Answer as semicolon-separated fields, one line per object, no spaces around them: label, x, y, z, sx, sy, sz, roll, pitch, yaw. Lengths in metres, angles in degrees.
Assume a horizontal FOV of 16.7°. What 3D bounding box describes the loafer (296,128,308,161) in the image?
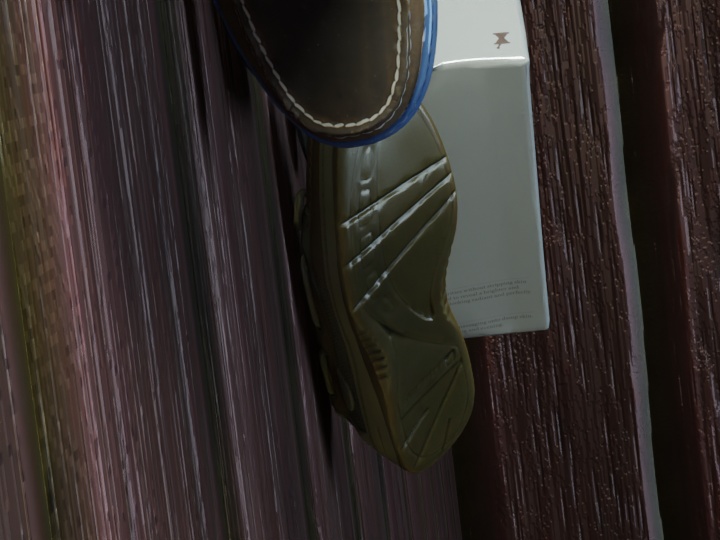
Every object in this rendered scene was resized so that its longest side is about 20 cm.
loafer;-0.007;-0.145;1.096;0.072;0.062;0.202;67;17;-78

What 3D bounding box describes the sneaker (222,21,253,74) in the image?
sneaker;-0.019;-0.153;0.846;0.109;0.069;0.202;-88;174;-81

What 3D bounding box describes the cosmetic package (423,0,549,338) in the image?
cosmetic package;0.035;-0.056;1.245;0.201;0.112;0.082;83;3;-46

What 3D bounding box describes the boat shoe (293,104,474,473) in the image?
boat shoe;0.002;-0.001;1.052;0.073;0.063;0.202;-42;138;-27

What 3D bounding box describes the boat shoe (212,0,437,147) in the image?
boat shoe;-0.029;-0.127;0.716;0.072;0.072;0.201;-68;142;-73
